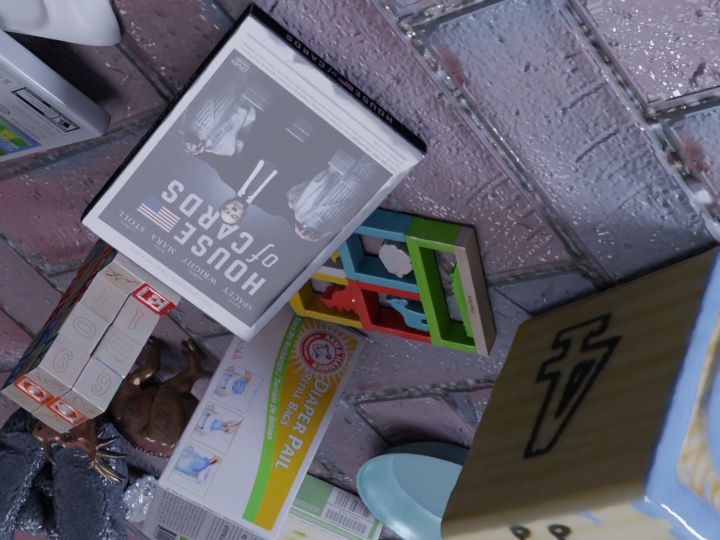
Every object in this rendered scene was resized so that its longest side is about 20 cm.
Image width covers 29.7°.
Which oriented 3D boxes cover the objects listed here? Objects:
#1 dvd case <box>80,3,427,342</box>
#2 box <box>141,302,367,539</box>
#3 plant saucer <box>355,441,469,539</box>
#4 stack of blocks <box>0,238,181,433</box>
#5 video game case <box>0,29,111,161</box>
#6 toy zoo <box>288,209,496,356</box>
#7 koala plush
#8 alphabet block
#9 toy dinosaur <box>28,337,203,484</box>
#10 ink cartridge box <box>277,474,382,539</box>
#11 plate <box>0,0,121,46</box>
[{"bbox_3d":[-0.075,-0.059,0.918,0.150,0.025,0.200,36,116,-15],"label":"dvd case"},{"bbox_3d":[-0.086,0.132,1.110,0.101,0.201,0.113,26,146,0],"label":"box"},{"bbox_3d":[0.093,0.213,1.247,0.198,0.036,0.201,19,146,13],"label":"plant saucer"},{"bbox_3d":[-0.176,0.014,1.011,0.058,0.201,0.115,38,147,-16],"label":"stack of blocks"},{"bbox_3d":[-0.306,-0.152,0.999,0.181,0.022,0.200,-5,145,48],"label":"video game case"},{"bbox_3d":[0.000,0.000,1.032,0.198,0.021,0.132,11,144,24],"label":"toy zoo"},{"bbox_3d":[-0.306,0.233,1.478,0.175,0.186,0.200,4,164,12],"label":"koala plush"},{"bbox_3d":[0.206,0.134,0.911,0.195,0.197,0.200,40,145,-17],"label":"alphabet block"},{"bbox_3d":[-0.193,0.141,1.258,0.198,0.136,0.086,4,141,30],"label":"toy dinosaur"},{"bbox_3d":[-0.056,0.281,1.437,0.144,0.048,0.201,22,144,7],"label":"ink cartridge box"},{"bbox_3d":[-0.275,-0.229,0.902,0.198,0.032,0.200,11,143,23],"label":"plate"}]
